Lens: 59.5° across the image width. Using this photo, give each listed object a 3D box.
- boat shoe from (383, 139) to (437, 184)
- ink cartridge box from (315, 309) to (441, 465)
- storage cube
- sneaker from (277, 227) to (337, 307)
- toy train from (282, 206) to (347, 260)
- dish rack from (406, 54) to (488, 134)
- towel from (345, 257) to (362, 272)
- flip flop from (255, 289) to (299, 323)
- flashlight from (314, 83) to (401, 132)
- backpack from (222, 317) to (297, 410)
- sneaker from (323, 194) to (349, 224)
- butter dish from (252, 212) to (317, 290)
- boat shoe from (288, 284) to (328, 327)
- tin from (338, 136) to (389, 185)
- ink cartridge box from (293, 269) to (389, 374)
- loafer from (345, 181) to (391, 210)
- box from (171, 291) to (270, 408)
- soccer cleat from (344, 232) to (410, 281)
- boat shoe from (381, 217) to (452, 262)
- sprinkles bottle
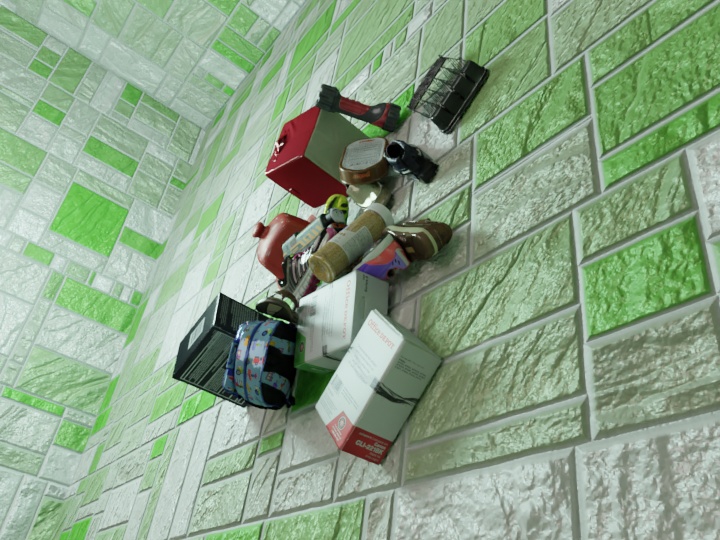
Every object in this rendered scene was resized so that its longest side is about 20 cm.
[{"bbox_3d":[0.085,-0.246,1.327,0.075,0.092,0.200,-58,27,5],"label":"boat shoe"},{"bbox_3d":[0.025,0.185,1.028,0.201,0.083,0.144,-60,25,4],"label":"ink cartridge box"},{"bbox_3d":[-0.108,-0.289,1.605,0.179,0.199,0.173,-12,53,49],"label":"storage cube"},{"bbox_3d":[-0.117,-0.017,1.316,0.074,0.087,0.201,-30,-26,-55],"label":"sneaker"},{"bbox_3d":[-0.096,-0.054,1.402,0.200,0.085,0.115,-38,64,37],"label":"toy train"},{"bbox_3d":[0.175,-0.385,1.349,0.154,0.054,0.200,-55,25,9],"label":"dish rack"},{"bbox_3d":[0.000,0.000,1.327,0.086,0.018,0.201,-49,29,25],"label":"towel"},{"bbox_3d":[-0.155,0.070,1.268,0.200,0.080,0.058,56,-129,-78],"label":"flip flop"},{"bbox_3d":[-0.004,-0.392,1.501,0.068,0.198,0.069,-156,85,-80],"label":"flashlight"},{"bbox_3d":[-0.198,0.183,1.264,0.200,0.133,0.185,58,-137,-74],"label":"backpack"},{"bbox_3d":[-0.071,-0.083,1.496,0.202,0.073,0.084,-64,-9,12],"label":"sneaker"},{"bbox_3d":[-0.206,-0.073,1.599,0.201,0.147,0.199,-60,16,4],"label":"butter dish"},{"bbox_3d":[-0.130,0.112,1.393,0.201,0.068,0.072,-55,27,13],"label":"boat shoe"},{"bbox_3d":[0.012,-0.254,1.439,0.110,0.042,0.201,-3,32,9],"label":"tin"},{"bbox_3d":[-0.038,0.104,1.202,0.199,0.083,0.148,-26,52,49],"label":"ink cartridge box"},{"bbox_3d":[0.007,-0.178,1.427,0.076,0.068,0.200,-58,26,6],"label":"loafer"},{"bbox_3d":[-0.301,0.191,1.476,0.200,0.197,0.124,-46,28,27],"label":"box"},{"bbox_3d":[0.027,-0.001,1.208,0.068,0.073,0.200,-46,0,-31],"label":"soccer cleat"},{"bbox_3d":[0.107,-0.060,1.155,0.074,0.075,0.202,-34,17,-14],"label":"boat shoe"},{"bbox_3d":[-0.015,-0.057,1.257,0.200,0.069,0.068,-42,14,-33],"label":"sprinkles bottle"}]
